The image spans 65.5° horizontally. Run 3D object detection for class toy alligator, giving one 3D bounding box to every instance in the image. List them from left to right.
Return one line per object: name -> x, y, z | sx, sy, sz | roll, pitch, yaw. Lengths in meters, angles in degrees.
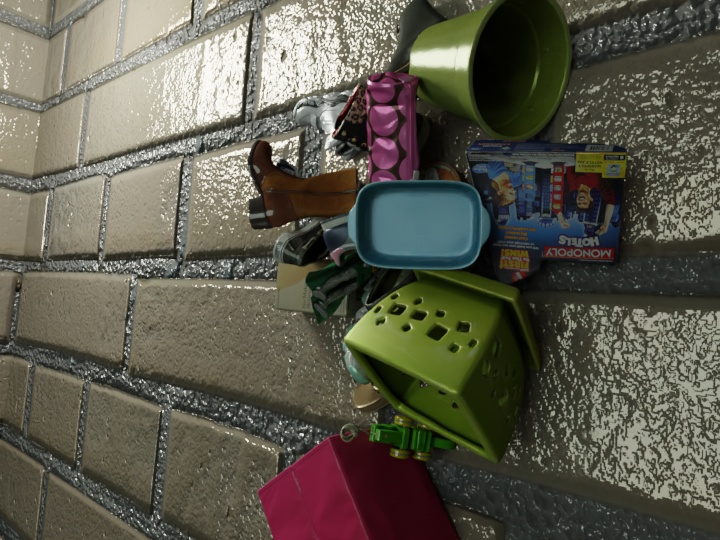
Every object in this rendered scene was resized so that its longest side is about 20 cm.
toy alligator -> 0.052, 0.253, 0.862 | 0.054, 0.198, 0.060 | 170, 112, -67

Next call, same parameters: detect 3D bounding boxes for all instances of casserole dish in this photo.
casserole dish -> 0.081, -0.064, 0.784 | 0.198, 0.039, 0.123 | 2, 98, 15

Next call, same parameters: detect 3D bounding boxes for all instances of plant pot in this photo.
plant pot -> 0.130, 0.111, 0.777 | 0.199, 0.200, 0.182 | 20, 62, 42
plant pot -> 0.173, -0.306, 0.836 | 0.190, 0.199, 0.202 | 31, 105, 52

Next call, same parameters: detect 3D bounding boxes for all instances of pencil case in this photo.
pencil case -> 0.057, -0.207, 0.882 | 0.094, 0.090, 0.202 | -146, 46, -60

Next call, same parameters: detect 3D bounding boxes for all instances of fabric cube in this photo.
fabric cube -> -0.006, 0.385, 0.878 | 0.200, 0.195, 0.200 | -43, 60, 28

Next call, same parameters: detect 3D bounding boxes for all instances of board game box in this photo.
board game box -> 0.248, -0.072, 0.768 | 0.198, 0.062, 0.202 | 7, 119, 25

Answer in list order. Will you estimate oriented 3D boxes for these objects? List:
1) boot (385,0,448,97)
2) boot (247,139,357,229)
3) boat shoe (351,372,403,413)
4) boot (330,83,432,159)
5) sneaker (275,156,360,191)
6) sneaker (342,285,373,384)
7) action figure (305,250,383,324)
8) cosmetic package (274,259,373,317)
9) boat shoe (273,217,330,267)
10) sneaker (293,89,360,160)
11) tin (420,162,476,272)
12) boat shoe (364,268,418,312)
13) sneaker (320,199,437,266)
boot -> 0.074, -0.384, 1.003 | 0.199, 0.077, 0.139 | -36, 57, 18
boot -> -0.104, -0.171, 1.023 | 0.198, 0.069, 0.190 | -9, 58, 7
boat shoe -> 0.043, 0.174, 0.949 | 0.200, 0.064, 0.072 | -48, 56, 26
boot -> 0.018, -0.202, 0.960 | 0.201, 0.150, 0.073 | -60, 22, 15
sneaker -> -0.100, -0.171, 1.090 | 0.199, 0.108, 0.071 | 4, 70, 43
sneaker -> 0.052, 0.081, 0.898 | 0.139, 0.078, 0.201 | -26, 35, 36
action figure -> 0.000, 0.000, 0.946 | 0.055, 0.200, 0.119 | 33, 145, 30
cosmetic package -> -0.072, 0.032, 1.068 | 0.199, 0.071, 0.106 | 0, 84, 42
boat shoe -> -0.080, -0.046, 1.020 | 0.063, 0.200, 0.071 | 20, 115, 19
sneaker -> -0.062, -0.280, 1.100 | 0.199, 0.075, 0.116 | 2, 82, 39
tin -> 0.134, -0.077, 0.922 | 0.111, 0.042, 0.202 | -16, 73, 35
boat shoe -> 0.075, -0.009, 0.855 | 0.071, 0.066, 0.202 | 17, 71, 48
sneaker -> 0.039, -0.060, 0.856 | 0.198, 0.070, 0.083 | -11, 95, 22
